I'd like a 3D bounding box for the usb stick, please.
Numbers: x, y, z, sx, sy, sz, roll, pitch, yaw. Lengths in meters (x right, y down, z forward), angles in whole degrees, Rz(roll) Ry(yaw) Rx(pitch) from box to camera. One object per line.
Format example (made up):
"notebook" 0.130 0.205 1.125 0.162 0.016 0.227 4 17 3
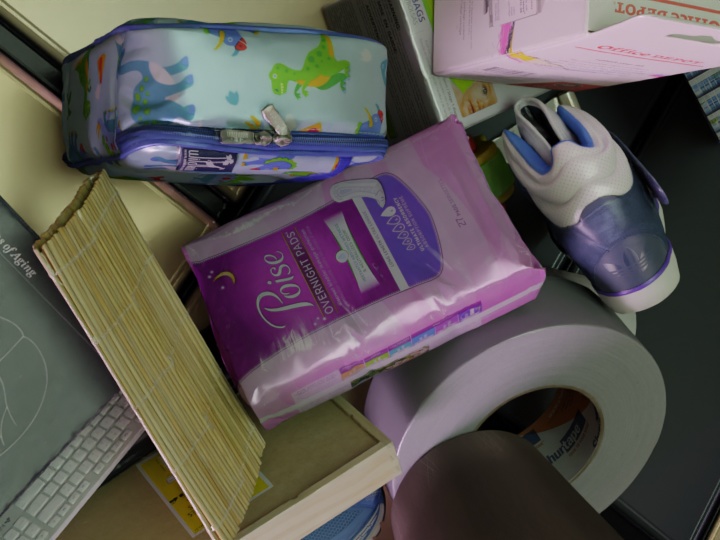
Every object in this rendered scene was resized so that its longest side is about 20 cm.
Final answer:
"usb stick" -0.135 0.089 0.748 0.200 0.055 0.033 -34 142 -24

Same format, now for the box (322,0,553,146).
"box" 0.093 -0.175 0.836 0.199 0.101 0.113 -26 103 -25

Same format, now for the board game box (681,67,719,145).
"board game box" 0.285 -0.159 0.913 0.200 0.062 0.200 51 24 -29

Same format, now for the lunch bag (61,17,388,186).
"lunch bag" -0.081 -0.093 0.690 0.160 0.200 0.083 -1 92 -28

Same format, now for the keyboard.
"keyboard" -0.178 0.116 0.699 0.056 0.011 0.200 26 57 18

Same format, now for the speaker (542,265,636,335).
"speaker" 0.101 0.030 0.854 0.199 0.081 0.082 12 85 -27

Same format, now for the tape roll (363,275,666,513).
"tape roll" 0.105 0.102 0.812 0.199 0.066 0.201 -11 125 -15

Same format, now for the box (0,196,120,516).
"box" -0.260 0.045 0.640 0.197 0.124 0.200 -47 111 -19

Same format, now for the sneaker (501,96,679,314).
"sneaker" 0.150 -0.070 0.817 0.080 0.200 0.147 -29 112 10

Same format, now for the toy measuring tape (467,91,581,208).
"toy measuring tape" 0.104 -0.081 0.861 0.200 0.073 0.074 -34 105 -23

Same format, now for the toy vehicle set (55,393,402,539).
"toy vehicle set" -0.091 0.135 0.721 0.200 0.124 0.027 -29 126 -20

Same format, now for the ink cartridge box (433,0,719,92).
"ink cartridge box" 0.142 -0.153 0.691 0.116 0.200 0.068 2 91 -28

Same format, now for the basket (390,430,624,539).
"basket" 0.103 0.199 0.705 0.180 0.200 0.137 -2 119 -18

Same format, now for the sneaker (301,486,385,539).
"sneaker" -0.073 0.170 0.765 0.199 0.078 0.090 -22 103 -26

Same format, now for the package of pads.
"package of pads" 0.000 0.000 0.729 0.199 0.076 0.121 -25 69 -4

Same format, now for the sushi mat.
"sushi mat" -0.109 0.049 0.648 0.012 0.096 0.201 -20 112 17
